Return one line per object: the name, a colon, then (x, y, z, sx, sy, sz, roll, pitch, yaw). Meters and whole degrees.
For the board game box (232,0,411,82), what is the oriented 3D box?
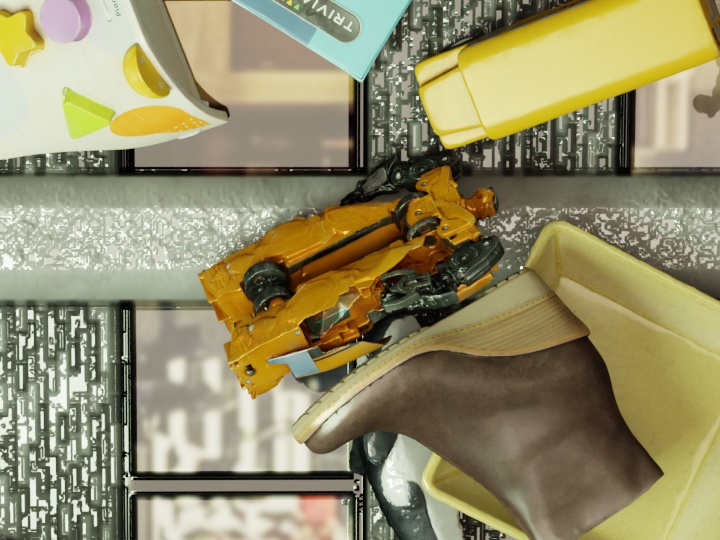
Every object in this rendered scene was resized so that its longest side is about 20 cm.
board game box: (-0.010, -0.247, 1.640, 0.151, 0.047, 0.200, 32, 102, -5)

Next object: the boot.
boot: (0.075, 0.111, 1.613, 0.200, 0.072, 0.167, -30, 88, -11)

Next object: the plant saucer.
plant saucer: (0.165, 0.097, 1.685, 0.200, 0.048, 0.200, 27, 86, -5)

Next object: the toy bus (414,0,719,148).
toy bus: (0.132, -0.135, 1.631, 0.200, 0.078, 0.065, -19, 99, 19)

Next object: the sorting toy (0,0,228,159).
sorting toy: (-0.211, -0.153, 1.645, 0.180, 0.107, 0.201, -19, 98, 20)

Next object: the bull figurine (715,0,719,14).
bull figurine: (0.285, -0.101, 1.647, 0.065, 0.121, 0.200, -28, 103, 26)

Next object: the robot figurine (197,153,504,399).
robot figurine: (0.000, 0.000, 1.649, 0.200, 0.145, 0.058, -24, 131, 1)

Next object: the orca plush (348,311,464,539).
orca plush: (0.030, 0.128, 1.705, 0.105, 0.071, 0.200, -41, 113, -41)
